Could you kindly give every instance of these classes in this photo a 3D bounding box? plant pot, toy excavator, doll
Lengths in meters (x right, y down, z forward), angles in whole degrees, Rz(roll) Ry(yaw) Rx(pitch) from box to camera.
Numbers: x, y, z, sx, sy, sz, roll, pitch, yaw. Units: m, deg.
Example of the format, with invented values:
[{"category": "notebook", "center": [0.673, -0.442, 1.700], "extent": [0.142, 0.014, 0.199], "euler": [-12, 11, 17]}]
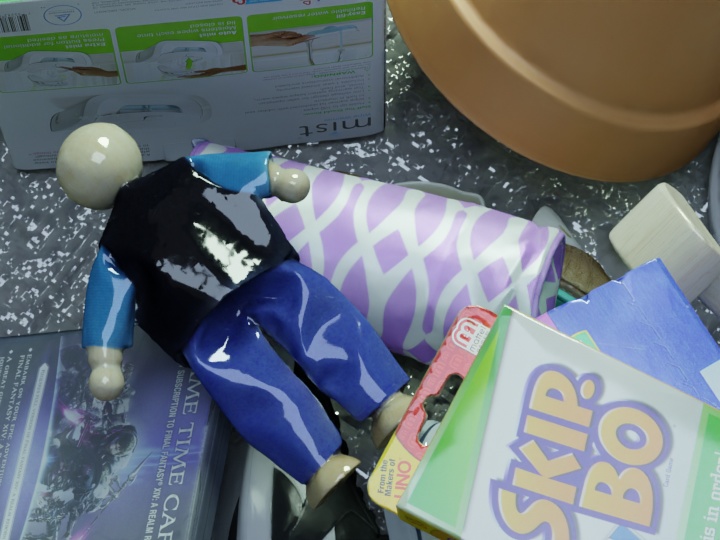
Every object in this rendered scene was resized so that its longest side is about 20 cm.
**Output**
[{"category": "plant pot", "center": [0.127, -0.163, 1.109], "extent": [0.199, 0.140, 0.201], "euler": [15, 51, -20]}, {"category": "toy excavator", "center": [0.211, 0.060, 1.048], "extent": [0.100, 0.194, 0.200], "euler": [-46, 60, 13]}, {"category": "doll", "center": [-0.066, 0.013, 1.017], "extent": [0.136, 0.048, 0.200], "euler": [-41, 82, -5]}]

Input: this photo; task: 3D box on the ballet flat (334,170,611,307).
[{"category": "ballet flat", "center": [0.059, -0.006, 1.140], "extent": [0.199, 0.068, 0.073], "euler": [17, 50, 11]}]

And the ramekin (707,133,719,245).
[{"category": "ramekin", "center": [0.275, -0.049, 1.123], "extent": [0.198, 0.105, 0.202], "euler": [0, 68, 1]}]

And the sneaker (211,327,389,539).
[{"category": "sneaker", "center": [-0.013, 0.117, 1.091], "extent": [0.111, 0.073, 0.201], "euler": [17, 52, -19]}]

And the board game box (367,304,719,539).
[{"category": "board game box", "center": [0.108, 0.092, 0.901], "extent": [0.199, 0.030, 0.096], "euler": [26, 75, 15]}]

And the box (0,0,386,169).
[{"category": "box", "center": [-0.088, -0.133, 1.123], "extent": [0.198, 0.177, 0.097], "euler": [-7, 68, -1]}]

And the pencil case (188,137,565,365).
[{"category": "pencil case", "center": [0.000, 0.000, 1.073], "extent": [0.199, 0.086, 0.084], "euler": [15, 60, 14]}]

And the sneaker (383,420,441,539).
[{"category": "sneaker", "center": [0.062, 0.166, 1.023], "extent": [0.070, 0.073, 0.202], "euler": [-9, 98, 40]}]

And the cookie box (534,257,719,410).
[{"category": "cookie box", "center": [0.137, 0.110, 1.011], "extent": [0.075, 0.200, 0.172], "euler": [-28, 71, -10]}]

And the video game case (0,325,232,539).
[{"category": "video game case", "center": [-0.152, 0.094, 1.067], "extent": [0.199, 0.019, 0.144], "euler": [-6, 57, 25]}]
